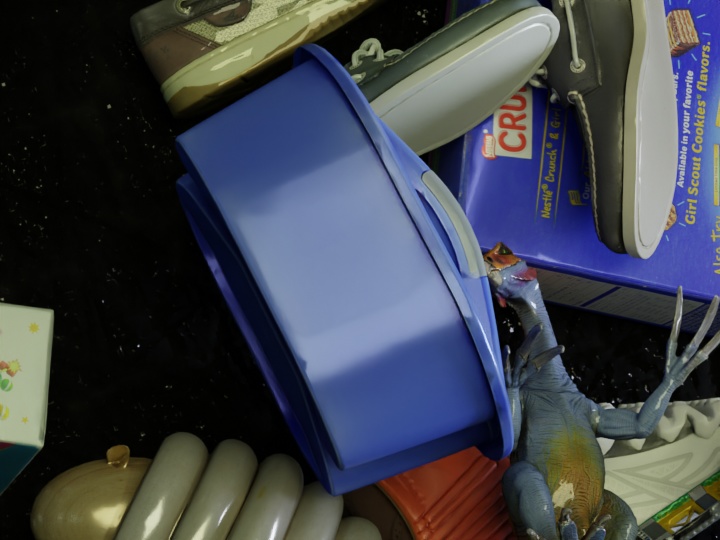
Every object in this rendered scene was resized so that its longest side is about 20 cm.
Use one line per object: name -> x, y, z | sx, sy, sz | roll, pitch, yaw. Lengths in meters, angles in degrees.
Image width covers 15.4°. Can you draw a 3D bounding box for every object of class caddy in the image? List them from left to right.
caddy -> 0.000, 0.000, 1.151 | 0.105, 0.141, 0.200 | -25, 79, -10

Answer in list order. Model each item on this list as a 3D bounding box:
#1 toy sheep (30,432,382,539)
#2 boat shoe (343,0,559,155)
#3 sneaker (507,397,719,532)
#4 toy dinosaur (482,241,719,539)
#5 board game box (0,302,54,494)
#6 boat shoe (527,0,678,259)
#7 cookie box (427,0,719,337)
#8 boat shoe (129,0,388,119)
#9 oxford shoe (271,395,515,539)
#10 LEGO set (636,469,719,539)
toy sheep -> -0.055, 0.144, 1.192 | 0.200, 0.138, 0.138 | 28, 70, -6
boat shoe -> 0.000, -0.081, 1.260 | 0.200, 0.073, 0.062 | -34, 65, 17
sneaker -> 0.150, 0.102, 1.303 | 0.200, 0.075, 0.081 | -2, 84, -9
toy dinosaur -> 0.075, 0.079, 1.208 | 0.105, 0.182, 0.200 | 26, 110, -30
board game box -> -0.244, 0.050, 1.148 | 0.200, 0.148, 0.064 | 7, 73, -15
boat shoe -> 0.113, -0.101, 1.274 | 0.063, 0.073, 0.200 | -5, 76, 20
cookie box -> 0.138, -0.064, 1.334 | 0.200, 0.075, 0.171 | 12, 73, -14
boat shoe -> -0.022, -0.148, 1.309 | 0.201, 0.072, 0.066 | -34, 93, -17
oxford shoe -> 0.032, 0.112, 1.259 | 0.071, 0.073, 0.200 | -35, 88, -30
LEGO set -> 0.209, 0.173, 1.237 | 0.154, 0.116, 0.200 | -25, 107, -9
